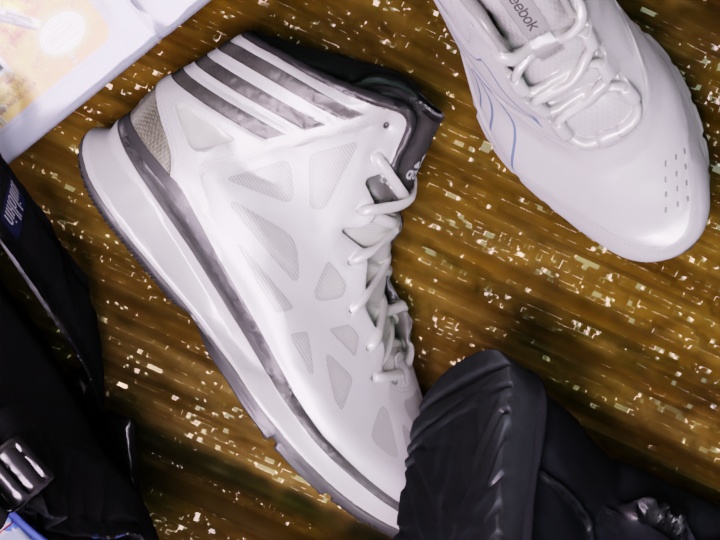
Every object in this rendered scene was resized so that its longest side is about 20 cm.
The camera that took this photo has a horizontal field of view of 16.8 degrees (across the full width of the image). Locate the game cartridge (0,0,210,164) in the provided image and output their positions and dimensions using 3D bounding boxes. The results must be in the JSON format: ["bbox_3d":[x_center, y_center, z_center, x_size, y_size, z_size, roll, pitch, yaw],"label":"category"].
[{"bbox_3d":[-0.156,-0.101,0.889,0.200,0.042,0.133,-38,105,13],"label":"game cartridge"}]

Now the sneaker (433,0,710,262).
[{"bbox_3d":[0.060,-0.083,0.855,0.074,0.087,0.200,-32,104,10],"label":"sneaker"}]

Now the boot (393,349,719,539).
[{"bbox_3d":[0.085,0.144,0.853,0.168,0.200,0.076,34,137,-26],"label":"boot"}]

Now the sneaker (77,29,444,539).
[{"bbox_3d":[0.000,0.000,0.888,0.115,0.076,0.201,-37,99,14],"label":"sneaker"}]

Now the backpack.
[{"bbox_3d":[-0.154,0.066,0.852,0.154,0.200,0.191,-30,143,12],"label":"backpack"}]
